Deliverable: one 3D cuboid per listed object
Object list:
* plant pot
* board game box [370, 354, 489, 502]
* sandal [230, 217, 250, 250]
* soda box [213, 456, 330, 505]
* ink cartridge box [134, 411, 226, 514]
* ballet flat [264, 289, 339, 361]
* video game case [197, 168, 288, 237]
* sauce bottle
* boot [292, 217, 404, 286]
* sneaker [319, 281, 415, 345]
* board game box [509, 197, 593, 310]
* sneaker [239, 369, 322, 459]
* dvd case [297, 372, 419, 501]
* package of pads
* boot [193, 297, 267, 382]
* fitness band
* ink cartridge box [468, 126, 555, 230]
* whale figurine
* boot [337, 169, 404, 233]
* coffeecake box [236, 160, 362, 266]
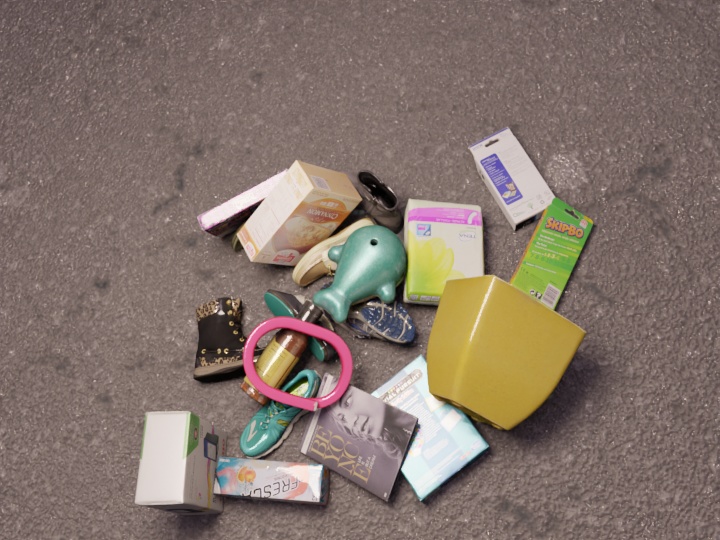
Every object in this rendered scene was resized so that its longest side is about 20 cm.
[{"bbox_3d":[0.217,0.146,1.130,0.193,0.194,0.203,30,79,-12],"label":"plant pot"},{"bbox_3d":[0.110,0.278,1.200,0.150,0.047,0.201,-35,65,-4],"label":"board game box"},{"bbox_3d":[-0.179,-0.092,1.398,0.198,0.080,0.058,-27,79,-2],"label":"sandal"},{"bbox_3d":[-0.155,0.374,1.196,0.195,0.069,0.065,1,67,10],"label":"soda box"},{"bbox_3d":[-0.303,0.339,1.170,0.085,0.201,0.148,-3,65,5],"label":"ink cartridge box"},{"bbox_3d":[-0.106,0.097,1.313,0.073,0.073,0.199,-44,61,-9],"label":"ballet flat"},{"bbox_3d":[-0.220,-0.132,1.365,0.197,0.181,0.036,-28,90,-1],"label":"video game case"},{"bbox_3d":[-0.139,0.148,1.231,0.065,0.066,0.201,32,78,21],"label":"sauce bottle"},{"bbox_3d":[-0.022,0.007,1.327,0.198,0.072,0.156,-33,67,-7],"label":"boot"},{"bbox_3d":[0.013,0.091,1.283,0.197,0.086,0.078,26,55,13],"label":"sneaker"},{"bbox_3d":[0.363,-0.032,1.277,0.094,0.030,0.202,30,77,-3],"label":"board game box"},{"bbox_3d":[-0.151,0.257,1.241,0.077,0.080,0.200,39,80,23],"label":"sneaker"},{"bbox_3d":[-0.008,0.291,1.195,0.197,0.016,0.152,21,90,28],"label":"dvd case"},{"bbox_3d":[0.161,-0.031,1.293,0.151,0.068,0.204,5,69,-5],"label":"package of pads"},{"bbox_3d":[-0.237,0.127,1.319,0.196,0.073,0.154,-15,65,10],"label":"boot"},{"bbox_3d":[-0.110,0.163,1.183,0.196,0.037,0.147,19,83,-9],"label":"fitness band"},{"bbox_3d":[0.306,-0.187,1.364,0.098,0.039,0.203,-25,67,0],"label":"ink cartridge box"},{"bbox_3d":[0.000,0.000,1.228,0.158,0.104,0.200,38,65,18],"label":"whale figurine"},{"bbox_3d":[0.010,-0.166,1.359,0.198,0.132,0.070,35,77,22],"label":"boot"},{"bbox_3d":[-0.118,-0.103,1.301,0.200,0.152,0.074,-46,63,25],"label":"coffeecake box"}]
